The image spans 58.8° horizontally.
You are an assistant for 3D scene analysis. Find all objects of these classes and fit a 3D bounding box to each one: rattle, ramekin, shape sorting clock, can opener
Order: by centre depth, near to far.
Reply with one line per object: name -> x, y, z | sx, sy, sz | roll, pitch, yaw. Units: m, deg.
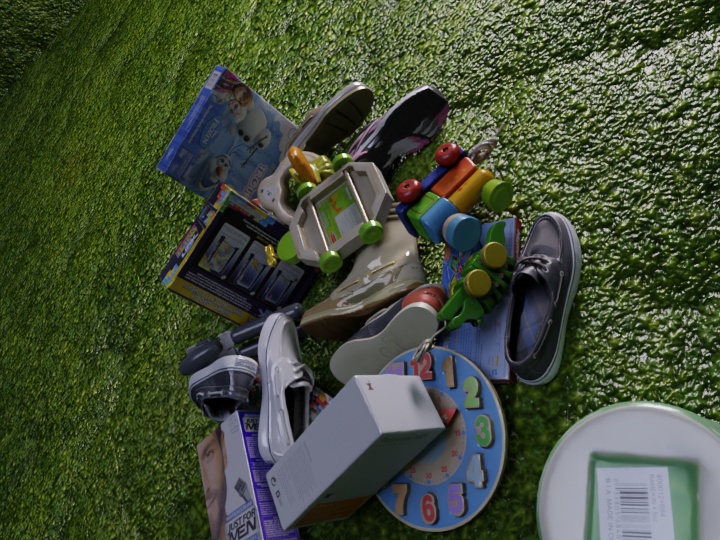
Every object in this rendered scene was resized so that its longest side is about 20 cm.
ramekin -> 0.243, 0.207, 0.525 | 0.198, 0.097, 0.203 | -21, 54, 33
shape sorting clock -> 0.074, 0.187, 0.724 | 0.198, 0.039, 0.204 | -16, 66, 38
can opener -> -0.169, 0.110, 0.929 | 0.197, 0.054, 0.067 | -23, 12, 11
rattle -> -0.141, -0.120, 1.026 | 0.197, 0.143, 0.133 | -8, 101, 24

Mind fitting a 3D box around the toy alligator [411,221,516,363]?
toy alligator -> 0.128, 0.034, 0.722 | 0.201, 0.054, 0.059 | -56, 3, -20

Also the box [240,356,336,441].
box -> -0.110, 0.194, 0.908 | 0.199, 0.035, 0.111 | 23, 84, 47

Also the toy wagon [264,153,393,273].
toy wagon -> -0.048, -0.067, 0.890 | 0.199, 0.039, 0.157 | -36, 48, 16

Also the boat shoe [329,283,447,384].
boat shoe -> 0.035, 0.084, 0.812 | 0.200, 0.071, 0.063 | -42, 10, 38

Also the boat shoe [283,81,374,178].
boat shoe -> -0.063, -0.247, 1.084 | 0.200, 0.074, 0.069 | -42, 51, 18

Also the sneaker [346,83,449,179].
sneaker -> 0.040, -0.210, 0.970 | 0.199, 0.080, 0.087 | -39, 35, 12

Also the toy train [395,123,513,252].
toy train -> 0.148, -0.111, 0.799 | 0.200, 0.085, 0.115 | -43, 39, -8

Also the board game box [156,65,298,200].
board game box -> -0.221, -0.212, 1.121 | 0.043, 0.198, 0.202 | 29, 88, 45

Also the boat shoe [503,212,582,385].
boat shoe -> 0.192, 0.020, 0.702 | 0.069, 0.066, 0.203 | 1, 68, 42

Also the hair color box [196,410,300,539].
hair color box -> -0.148, 0.299, 0.833 | 0.109, 0.064, 0.202 | -41, 51, 31

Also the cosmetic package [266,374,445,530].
cosmetic package -> -0.010, 0.203, 0.712 | 0.201, 0.100, 0.072 | -52, 49, 30

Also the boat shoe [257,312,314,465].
boat shoe -> -0.091, 0.151, 0.846 | 0.065, 0.073, 0.204 | -16, 67, 31

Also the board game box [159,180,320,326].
board game box -> -0.169, -0.008, 0.955 | 0.166, 0.199, 0.057 | -55, 37, 2

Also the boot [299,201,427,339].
boot -> 0.000, 0.000, 0.887 | 0.198, 0.072, 0.158 | -25, 53, 29

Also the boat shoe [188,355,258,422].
boat shoe -> -0.197, 0.178, 0.894 | 0.199, 0.071, 0.069 | -34, 42, 51

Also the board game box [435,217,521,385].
board game box -> 0.142, 0.038, 0.773 | 0.102, 0.019, 0.203 | -10, 61, 37
